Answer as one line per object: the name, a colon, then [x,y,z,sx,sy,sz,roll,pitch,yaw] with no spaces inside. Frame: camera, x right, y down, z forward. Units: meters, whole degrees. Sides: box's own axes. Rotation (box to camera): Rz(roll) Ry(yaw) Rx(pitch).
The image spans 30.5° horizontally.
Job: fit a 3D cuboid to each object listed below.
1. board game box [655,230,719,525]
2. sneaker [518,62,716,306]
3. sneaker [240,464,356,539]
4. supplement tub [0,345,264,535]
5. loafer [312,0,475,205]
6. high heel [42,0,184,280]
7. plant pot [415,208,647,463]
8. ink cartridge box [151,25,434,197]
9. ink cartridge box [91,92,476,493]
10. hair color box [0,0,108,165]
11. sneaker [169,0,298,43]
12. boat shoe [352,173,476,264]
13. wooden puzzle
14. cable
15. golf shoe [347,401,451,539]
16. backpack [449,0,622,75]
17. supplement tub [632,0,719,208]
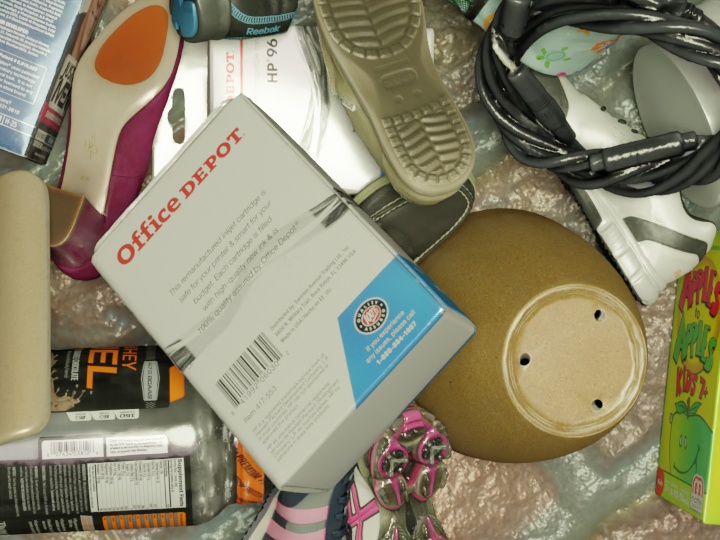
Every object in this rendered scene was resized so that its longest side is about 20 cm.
board game box: [0.262,0.074,0.961,0.047,0.102,0.204,5,91,-6]
sneaker: [0.180,-0.079,0.947,0.079,0.074,0.202,-32,86,7]
sneaker: [-0.026,0.171,0.909,0.081,0.070,0.201,33,124,6]
supplement tub: [-0.165,0.113,0.899,0.196,0.122,0.125,-2,92,-8]
loafer: [0.014,-0.125,0.867,0.075,0.069,0.202,-12,66,-15]
high heel: [-0.169,-0.093,0.926,0.067,0.096,0.202,24,79,12]
plant pot: [0.116,0.050,0.894,0.183,0.200,0.190,0,91,-6]
ink cartridge box: [-0.050,-0.110,0.933,0.196,0.068,0.118,-1,92,-7]
ink cartridge box: [-0.049,0.014,0.826,0.147,0.086,0.200,-46,67,6]
hair color box: [-0.210,-0.177,0.894,0.060,0.100,0.203,20,90,-6]
sneaker: [-0.098,-0.240,0.907,0.081,0.073,0.203,-2,66,-25]
boat shoe: [-0.001,0.000,0.911,0.199,0.067,0.072,-32,128,18]
wooden puzzle: [-0.280,0.049,0.856,0.198,0.037,0.188,-20,59,21]
cable: [0.168,-0.109,0.846,0.198,0.164,0.051,26,46,3]
golf shoe: [0.018,0.174,0.953,0.072,0.092,0.203,-7,113,-27]
backpack: [0.125,-0.243,0.903,0.200,0.150,0.178,42,52,-14]
supplement tub: [0.310,-0.141,0.938,0.198,0.145,0.147,-24,95,-5]
